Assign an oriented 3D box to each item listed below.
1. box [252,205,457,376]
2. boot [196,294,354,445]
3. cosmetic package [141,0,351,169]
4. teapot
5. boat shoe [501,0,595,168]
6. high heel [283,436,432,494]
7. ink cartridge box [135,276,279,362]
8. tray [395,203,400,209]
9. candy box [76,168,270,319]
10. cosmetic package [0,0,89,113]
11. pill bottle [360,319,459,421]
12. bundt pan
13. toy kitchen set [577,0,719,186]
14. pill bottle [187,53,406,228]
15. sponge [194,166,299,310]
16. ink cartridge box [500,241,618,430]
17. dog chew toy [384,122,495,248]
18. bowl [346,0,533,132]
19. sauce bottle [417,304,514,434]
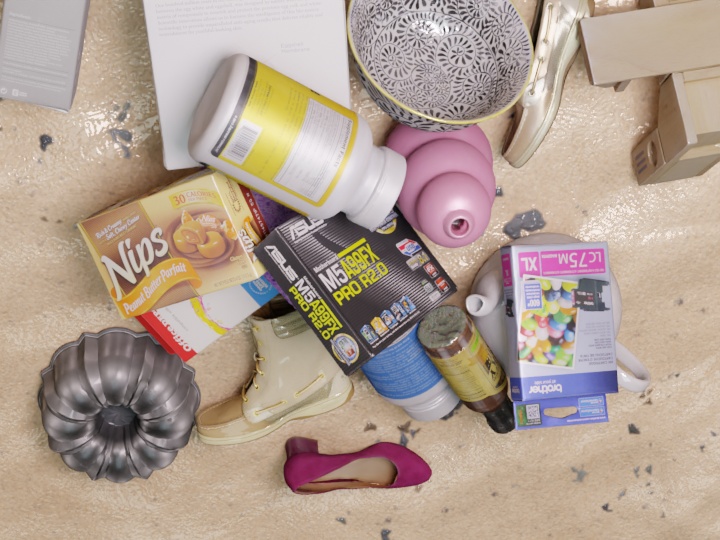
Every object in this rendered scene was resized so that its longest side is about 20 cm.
[{"bbox_3d":[0.000,0.000,1.339,0.044,0.200,0.161,-39,86,36],"label":"box"},{"bbox_3d":[-0.120,0.115,1.532,0.198,0.073,0.157,-18,120,1],"label":"boot"},{"bbox_3d":[-0.114,-0.228,1.315,0.197,0.123,0.202,-5,121,-4],"label":"cosmetic package"},{"bbox_3d":[0.226,0.065,1.504,0.197,0.147,0.199,-15,120,1],"label":"teapot"},{"bbox_3d":[0.187,-0.211,1.394,0.064,0.072,0.202,17,110,-10],"label":"boat shoe"},{"bbox_3d":[-0.001,0.263,1.614,0.197,0.096,0.068,7,118,-10],"label":"high heel"},{"bbox_3d":[-0.187,0.019,1.455,0.199,0.067,0.116,-36,106,20],"label":"ink cartridge box"},{"bbox_3d":[-0.046,-0.054,1.477,0.197,0.022,0.109,9,116,-11],"label":"tray"},{"bbox_3d":[-0.191,-0.030,1.340,0.198,0.055,0.117,-16,104,34],"label":"candy box"},{"bbox_3d":[-0.308,-0.275,1.277,0.089,0.107,0.202,13,118,-13],"label":"cosmetic package"},{"bbox_3d":[0.047,0.088,1.506,0.111,0.113,0.201,-26,130,8],"label":"pill bottle"},{"bbox_3d":[-0.291,0.173,1.543,0.199,0.076,0.204,-3,119,-5],"label":"bundt pan"},{"bbox_3d":[0.305,-0.209,1.405,0.161,0.181,0.203,-9,80,-6],"label":"toy kitchen set"},{"bbox_3d":[-0.059,-0.118,1.249,0.198,0.112,0.113,26,113,-20],"label":"pill bottle"},{"bbox_3d":[-0.090,-0.052,1.393,0.200,0.112,0.030,45,143,-7],"label":"sponge"},{"bbox_3d":[0.220,0.071,1.414,0.118,0.042,0.203,-3,89,-15],"label":"ink cartridge box"},{"bbox_3d":[0.089,-0.092,1.370,0.123,0.201,0.126,-3,120,-5],"label":"dog chew toy"},{"bbox_3d":[0.071,-0.215,1.336,0.198,0.203,0.094,9,152,-12],"label":"bowl"},{"bbox_3d":[0.131,0.119,1.479,0.064,0.065,0.200,-28,134,9],"label":"sauce bottle"}]
